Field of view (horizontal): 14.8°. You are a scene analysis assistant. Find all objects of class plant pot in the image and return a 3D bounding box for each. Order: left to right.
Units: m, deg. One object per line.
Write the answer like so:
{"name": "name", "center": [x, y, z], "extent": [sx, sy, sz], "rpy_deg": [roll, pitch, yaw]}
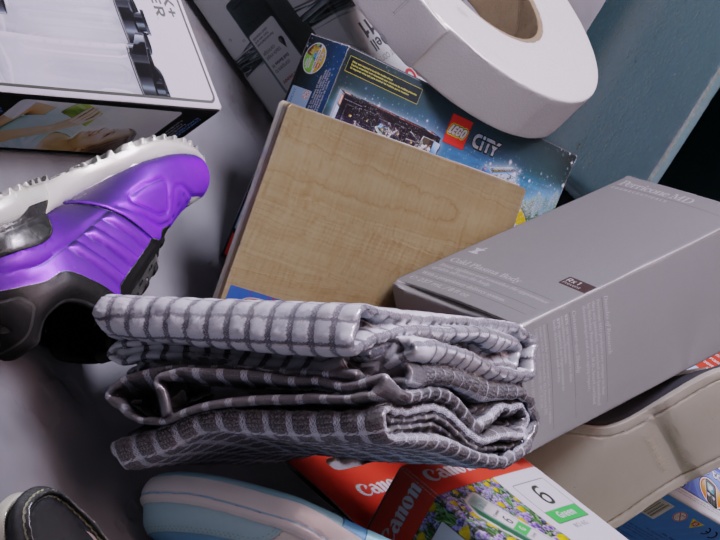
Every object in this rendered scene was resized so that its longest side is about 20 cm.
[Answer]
{"name": "plant pot", "center": [0.233, -0.100, 1.843], "extent": [0.196, 0.196, 0.200], "rpy_deg": [30, 5, -35]}

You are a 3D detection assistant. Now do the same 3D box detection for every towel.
{"name": "towel", "center": [-0.019, 0.061, 1.397], "extent": [0.200, 0.165, 0.086], "rpy_deg": [9, 83, -62]}

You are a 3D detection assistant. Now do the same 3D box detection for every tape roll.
{"name": "tape roll", "center": [0.058, -0.165, 1.640], "extent": [0.203, 0.037, 0.203], "rpy_deg": [36, 28, -23]}

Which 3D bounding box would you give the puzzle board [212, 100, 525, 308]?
{"name": "puzzle board", "center": [0.000, 0.000, 1.555], "extent": [0.200, 0.017, 0.151], "rpy_deg": [17, 94, -44]}

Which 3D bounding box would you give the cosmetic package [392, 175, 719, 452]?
{"name": "cosmetic package", "center": [0.127, 0.021, 1.595], "extent": [0.200, 0.107, 0.091], "rpy_deg": [-28, 122, -37]}

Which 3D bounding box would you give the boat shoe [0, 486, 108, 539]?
{"name": "boat shoe", "center": [-0.097, 0.180, 1.314], "extent": [0.200, 0.068, 0.072], "rpy_deg": [54, 35, -2]}

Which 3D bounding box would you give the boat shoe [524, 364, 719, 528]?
{"name": "boat shoe", "center": [0.144, 0.107, 1.608], "extent": [0.063, 0.199, 0.073], "rpy_deg": [-118, -173, -84]}

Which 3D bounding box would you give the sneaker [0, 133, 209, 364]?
{"name": "sneaker", "center": [-0.139, -0.002, 1.420], "extent": [0.200, 0.069, 0.100], "rpy_deg": [-24, 89, -53]}

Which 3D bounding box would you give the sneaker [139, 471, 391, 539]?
{"name": "sneaker", "center": [-0.034, 0.188, 1.382], "extent": [0.199, 0.080, 0.131], "rpy_deg": [23, 73, -3]}

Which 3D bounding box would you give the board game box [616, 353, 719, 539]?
{"name": "board game box", "center": [0.210, 0.103, 1.748], "extent": [0.200, 0.056, 0.196], "rpy_deg": [32, 38, -35]}

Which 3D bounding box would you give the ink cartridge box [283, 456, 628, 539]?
{"name": "ink cartridge box", "center": [0.064, 0.136, 1.494], "extent": [0.200, 0.050, 0.109], "rpy_deg": [38, 24, 24]}

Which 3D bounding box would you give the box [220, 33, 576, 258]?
{"name": "box", "center": [0.026, -0.038, 1.605], "extent": [0.200, 0.038, 0.137], "rpy_deg": [22, 90, -42]}

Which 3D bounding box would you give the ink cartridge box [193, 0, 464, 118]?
{"name": "ink cartridge box", "center": [-0.024, -0.174, 1.687], "extent": [0.200, 0.083, 0.147], "rpy_deg": [56, 34, -3]}

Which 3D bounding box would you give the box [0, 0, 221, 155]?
{"name": "box", "center": [-0.176, -0.127, 1.473], "extent": [0.200, 0.060, 0.117], "rpy_deg": [3, 61, -52]}
